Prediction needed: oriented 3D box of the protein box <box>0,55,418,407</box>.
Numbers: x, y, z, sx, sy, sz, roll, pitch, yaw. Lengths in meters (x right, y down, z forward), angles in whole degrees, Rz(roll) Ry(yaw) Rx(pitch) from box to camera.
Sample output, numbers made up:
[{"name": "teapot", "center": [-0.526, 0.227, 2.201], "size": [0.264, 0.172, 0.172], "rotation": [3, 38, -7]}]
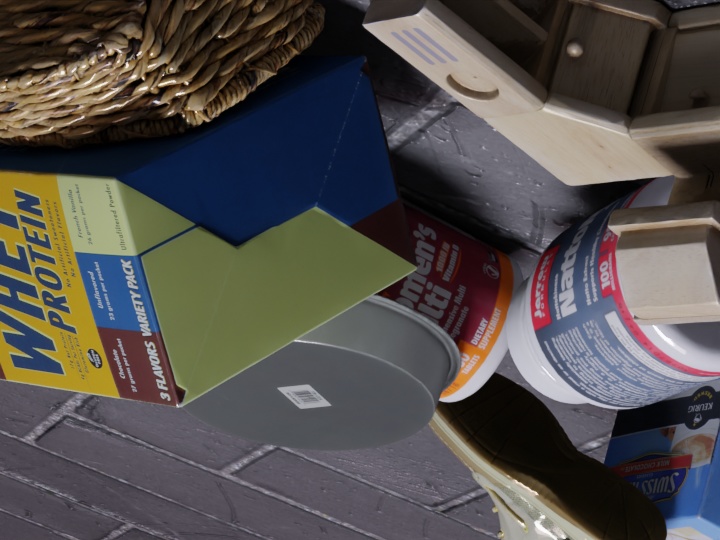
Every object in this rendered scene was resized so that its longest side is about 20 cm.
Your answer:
[{"name": "protein box", "center": [-0.115, -0.031, 1.449], "size": [0.199, 0.198, 0.136], "rotation": [5, 116, 46]}]

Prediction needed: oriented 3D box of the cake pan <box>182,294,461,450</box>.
[{"name": "cake pan", "center": [-0.036, 0.065, 1.603], "size": [0.199, 0.037, 0.200], "rotation": [5, 153, 2]}]

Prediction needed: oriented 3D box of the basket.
[{"name": "basket", "center": [-0.145, -0.124, 1.406], "size": [0.199, 0.143, 0.149], "rotation": [3, 154, 36]}]

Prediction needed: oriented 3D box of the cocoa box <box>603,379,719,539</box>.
[{"name": "cocoa box", "center": [0.285, 0.159, 1.782], "size": [0.199, 0.132, 0.133], "rotation": [28, 158, -25]}]

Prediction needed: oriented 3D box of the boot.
[{"name": "boot", "center": [0.108, 0.171, 1.747], "size": [0.200, 0.072, 0.155], "rotation": [39, 141, 18]}]

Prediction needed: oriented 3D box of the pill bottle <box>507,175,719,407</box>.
[{"name": "pill bottle", "center": [0.168, 0.019, 1.516], "size": [0.119, 0.120, 0.200], "rotation": [24, 159, -15]}]

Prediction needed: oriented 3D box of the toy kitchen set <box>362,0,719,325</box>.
[{"name": "toy kitchen set", "center": [0.126, -0.085, 1.244], "size": [0.199, 0.164, 0.180], "rotation": [-5, 150, 46]}]

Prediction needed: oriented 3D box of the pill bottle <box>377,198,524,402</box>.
[{"name": "pill bottle", "center": [0.000, 0.000, 1.650], "size": [0.199, 0.110, 0.109], "rotation": [27, 158, -23]}]
